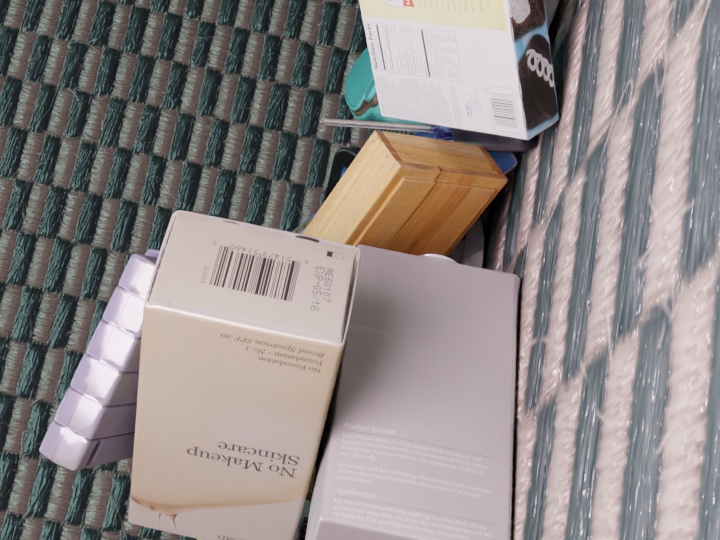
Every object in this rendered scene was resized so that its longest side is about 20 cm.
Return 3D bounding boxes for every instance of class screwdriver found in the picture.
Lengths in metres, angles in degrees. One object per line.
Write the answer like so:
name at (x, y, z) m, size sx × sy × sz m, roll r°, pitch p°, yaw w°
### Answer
screwdriver at (0.042, -0.099, 0.897) m, size 0.200 × 0.029 × 0.028 m, roll 14°, pitch 126°, yaw 49°

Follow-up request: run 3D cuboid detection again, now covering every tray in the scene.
tray at (0.000, 0.000, 0.847) m, size 0.200 × 0.099 × 0.037 m, roll -53°, pitch 53°, yaw 31°

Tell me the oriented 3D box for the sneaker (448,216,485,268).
sneaker at (0.040, 0.023, 0.963) m, size 0.080 × 0.086 × 0.200 m, roll 107°, pitch 174°, yaw -50°

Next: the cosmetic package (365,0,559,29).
cosmetic package at (0.087, -0.279, 0.854) m, size 0.200 × 0.123 × 0.200 m, roll 106°, pitch 174°, yaw -49°

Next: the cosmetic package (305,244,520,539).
cosmetic package at (0.031, 0.089, 0.757) m, size 0.090 × 0.107 × 0.200 m, roll 105°, pitch 176°, yaw -46°

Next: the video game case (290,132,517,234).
video game case at (0.016, -0.045, 0.982) m, size 0.200 × 0.045 × 0.181 m, roll -38°, pitch 9°, yaw 6°

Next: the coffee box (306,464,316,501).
coffee box at (-0.053, 0.112, 0.995) m, size 0.200 × 0.114 × 0.080 m, roll 30°, pitch -129°, yaw -47°

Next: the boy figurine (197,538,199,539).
boy figurine at (-0.077, 0.197, 0.886) m, size 0.200 × 0.064 × 0.125 m, roll 100°, pitch 153°, yaw -72°

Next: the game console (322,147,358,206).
game console at (0.008, 0.016, 1.251) m, size 0.200 × 0.118 × 0.171 m, roll 104°, pitch 176°, yaw -46°

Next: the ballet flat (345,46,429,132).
ballet flat at (0.032, -0.135, 1.005) m, size 0.067 × 0.070 × 0.200 m, roll -60°, pitch 11°, yaw 7°

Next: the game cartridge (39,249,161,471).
game cartridge at (-0.124, 0.053, 0.813) m, size 0.200 × 0.038 × 0.130 m, roll 19°, pitch -87°, yaw -79°

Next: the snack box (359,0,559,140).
snack box at (0.047, -0.179, 0.754) m, size 0.037 × 0.116 × 0.200 m, roll -36°, pitch -53°, yaw -36°

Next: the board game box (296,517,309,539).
board game box at (-0.008, 0.276, 0.860) m, size 0.200 × 0.097 × 0.160 m, roll -103°, pitch 24°, yaw -82°

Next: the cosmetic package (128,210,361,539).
cosmetic package at (-0.068, 0.068, 0.722) m, size 0.200 × 0.103 × 0.073 m, roll 103°, pitch 178°, yaw -46°
